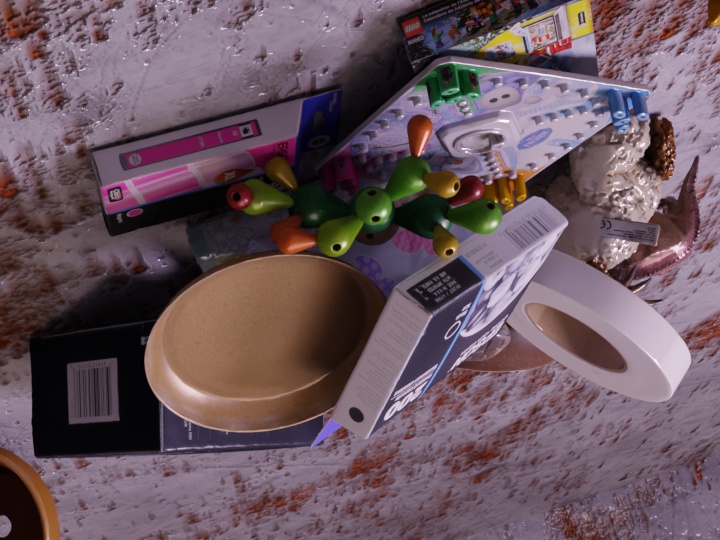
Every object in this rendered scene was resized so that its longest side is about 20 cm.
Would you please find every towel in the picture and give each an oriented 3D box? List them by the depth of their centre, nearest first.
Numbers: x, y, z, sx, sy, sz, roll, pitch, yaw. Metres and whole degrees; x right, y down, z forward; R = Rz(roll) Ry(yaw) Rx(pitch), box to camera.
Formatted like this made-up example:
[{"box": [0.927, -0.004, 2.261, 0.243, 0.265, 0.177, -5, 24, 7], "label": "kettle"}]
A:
[{"box": [-0.056, -0.022, 1.348, 0.170, 0.048, 0.200, -23, 160, -1], "label": "towel"}]

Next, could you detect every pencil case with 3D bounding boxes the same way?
[{"box": [0.000, 0.000, 1.262, 0.198, 0.091, 0.083, -14, 158, -24], "label": "pencil case"}]

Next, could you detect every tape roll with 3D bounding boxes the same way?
[{"box": [0.200, 0.047, 1.347, 0.037, 0.202, 0.203, -56, 165, -13], "label": "tape roll"}]

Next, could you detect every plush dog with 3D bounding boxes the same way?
[{"box": [0.222, -0.059, 1.395, 0.199, 0.161, 0.172, -33, 179, 32], "label": "plush dog"}]

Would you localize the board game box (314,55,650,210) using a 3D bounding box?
[{"box": [0.094, -0.101, 1.183, 0.198, 0.026, 0.200, 3, 158, -31], "label": "board game box"}]

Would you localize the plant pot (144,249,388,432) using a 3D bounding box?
[{"box": [-0.073, 0.053, 1.186, 0.198, 0.028, 0.201, -9, 135, -9], "label": "plant pot"}]

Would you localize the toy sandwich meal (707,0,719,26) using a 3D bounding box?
[{"box": [0.288, -0.243, 1.052, 0.203, 0.071, 0.205, -17, 160, -6], "label": "toy sandwich meal"}]

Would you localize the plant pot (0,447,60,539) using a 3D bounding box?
[{"box": [-0.409, 0.282, 1.625, 0.199, 0.202, 0.183, -20, 175, 2], "label": "plant pot"}]

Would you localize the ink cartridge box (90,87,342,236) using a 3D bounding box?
[{"box": [-0.105, -0.083, 1.163, 0.198, 0.037, 0.095, -18, 160, -10], "label": "ink cartridge box"}]

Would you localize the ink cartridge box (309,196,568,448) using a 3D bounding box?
[{"box": [0.063, 0.052, 1.210, 0.198, 0.043, 0.201, -32, 158, -44], "label": "ink cartridge box"}]

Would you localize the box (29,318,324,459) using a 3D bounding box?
[{"box": [-0.169, 0.112, 1.397, 0.196, 0.119, 0.199, -8, 172, 44], "label": "box"}]

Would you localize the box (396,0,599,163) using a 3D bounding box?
[{"box": [0.112, -0.157, 1.159, 0.135, 0.038, 0.200, -20, 160, 5], "label": "box"}]

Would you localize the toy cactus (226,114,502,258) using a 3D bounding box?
[{"box": [0.004, -0.053, 1.142, 0.198, 0.103, 0.165, -6, 177, 2], "label": "toy cactus"}]

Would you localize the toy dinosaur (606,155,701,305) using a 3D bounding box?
[{"box": [0.277, -0.016, 1.484, 0.199, 0.136, 0.086, -37, 126, 11], "label": "toy dinosaur"}]

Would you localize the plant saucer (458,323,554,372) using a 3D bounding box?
[{"box": [0.115, 0.045, 1.541, 0.199, 0.200, 0.037, -6, 115, -32], "label": "plant saucer"}]

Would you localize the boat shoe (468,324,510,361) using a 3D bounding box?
[{"box": [0.051, 0.029, 1.413, 0.199, 0.072, 0.076, 18, 145, -30], "label": "boat shoe"}]
